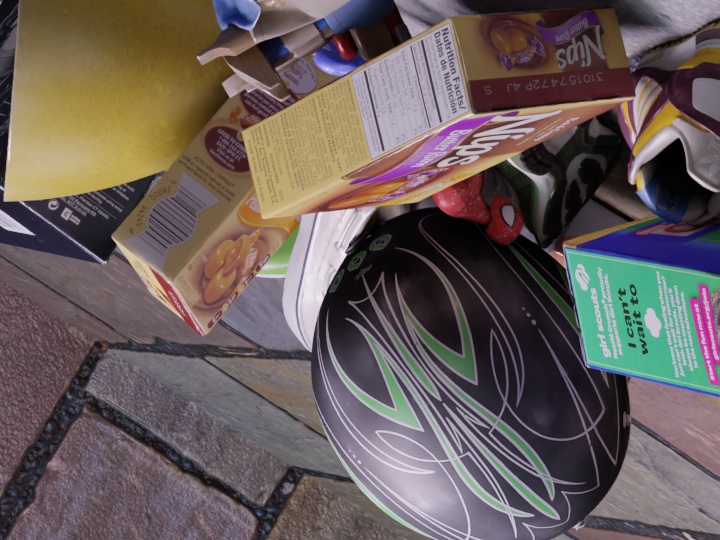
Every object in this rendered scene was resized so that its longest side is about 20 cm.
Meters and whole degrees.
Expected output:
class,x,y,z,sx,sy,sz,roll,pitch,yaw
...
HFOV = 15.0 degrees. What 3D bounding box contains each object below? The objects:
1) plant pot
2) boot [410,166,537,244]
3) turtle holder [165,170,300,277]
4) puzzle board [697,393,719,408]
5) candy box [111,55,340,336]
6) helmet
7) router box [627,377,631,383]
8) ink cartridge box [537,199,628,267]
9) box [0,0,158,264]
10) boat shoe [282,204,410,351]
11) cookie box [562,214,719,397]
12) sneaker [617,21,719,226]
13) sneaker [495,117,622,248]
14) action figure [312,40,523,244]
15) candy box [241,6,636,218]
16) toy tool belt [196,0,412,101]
class,x,y,z,sx,sy,sz,roll,pitch,yaw
plant pot,-0.150,-0.139,1.750,0.141,0.202,0.200,4,171,-8
boot,0.069,-0.059,1.779,0.201,0.095,0.074,91,156,-46
turtle holder,-0.038,-0.071,1.878,0.142,0.185,0.132,64,-172,8
puzzle board,0.210,0.060,1.583,0.150,0.017,0.200,33,175,11
candy box,-0.064,-0.064,1.734,0.055,0.200,0.116,38,171,17
helmet,0.066,0.070,1.660,0.200,0.200,0.191,36,-162,-26
router box,0.081,0.033,1.957,0.199,0.053,0.157,30,-160,28
ink cartridge box,0.206,0.031,1.858,0.199,0.050,0.162,34,169,-2
box,-0.212,-0.115,1.948,0.104,0.183,0.200,37,166,-27
boat shoe,0.000,0.000,1.777,0.070,0.071,0.201,48,148,29
cookie box,0.229,0.008,1.401,0.200,0.170,0.076,9,113,60
sneaker,0.165,-0.066,1.435,0.075,0.090,0.200,31,168,-2
sneaker,0.097,-0.086,1.620,0.088,0.077,0.200,39,168,24
action figure,0.027,-0.095,1.621,0.200,0.052,0.065,52,-175,2
candy box,0.039,-0.084,1.476,0.116,0.057,0.200,-7,171,-38
toy tool belt,-0.051,-0.154,1.492,0.200,0.122,0.125,60,-174,-65
